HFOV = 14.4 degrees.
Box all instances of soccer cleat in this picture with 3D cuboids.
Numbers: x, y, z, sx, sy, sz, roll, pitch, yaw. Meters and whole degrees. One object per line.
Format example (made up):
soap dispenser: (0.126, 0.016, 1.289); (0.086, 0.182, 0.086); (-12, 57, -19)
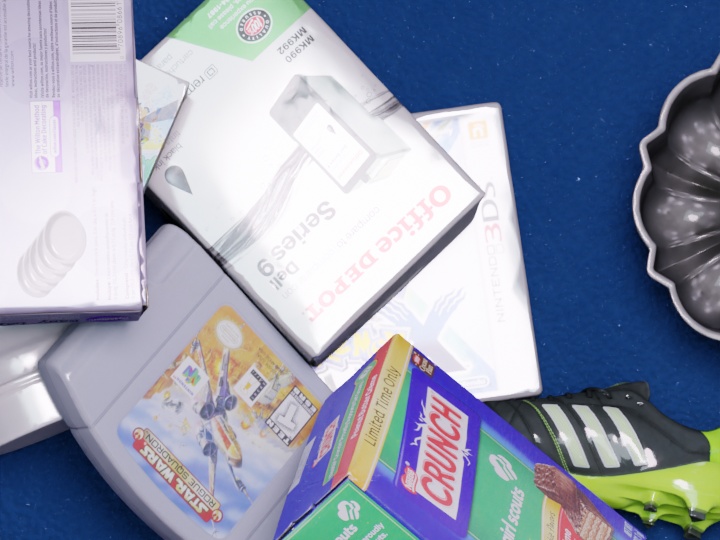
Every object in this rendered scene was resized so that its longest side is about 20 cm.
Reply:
soccer cleat: (0.132, 0.101, 1.719); (0.200, 0.068, 0.081); (14, 63, 2)

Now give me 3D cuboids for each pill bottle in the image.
pill bottle: (-0.220, 0.002, 1.685); (0.119, 0.120, 0.200); (-23, 85, -4)

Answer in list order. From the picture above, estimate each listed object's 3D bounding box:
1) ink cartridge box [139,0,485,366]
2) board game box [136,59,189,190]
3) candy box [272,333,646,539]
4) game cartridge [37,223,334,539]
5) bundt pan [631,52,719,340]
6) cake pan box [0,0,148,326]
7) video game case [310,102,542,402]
ink cartridge box: (-0.043, -0.063, 1.693); (0.146, 0.084, 0.200); (-44, 87, -5)
board game box: (-0.215, -0.083, 1.620); (0.200, 0.034, 0.135); (23, 79, -2)
candy box: (0.059, 0.153, 1.610); (0.200, 0.169, 0.077); (39, 117, -10)
game cartridge: (-0.088, 0.089, 1.662); (0.200, 0.042, 0.133); (48, 63, -19)
bundt pan: (0.260, -0.038, 1.723); (0.201, 0.076, 0.202); (0, 84, -1)
cake pan box: (-0.213, -0.069, 1.575); (0.184, 0.052, 0.200); (-3, 82, -9)
video game case: (0.000, 0.000, 1.741); (0.200, 0.022, 0.183); (-8, 84, -2)
